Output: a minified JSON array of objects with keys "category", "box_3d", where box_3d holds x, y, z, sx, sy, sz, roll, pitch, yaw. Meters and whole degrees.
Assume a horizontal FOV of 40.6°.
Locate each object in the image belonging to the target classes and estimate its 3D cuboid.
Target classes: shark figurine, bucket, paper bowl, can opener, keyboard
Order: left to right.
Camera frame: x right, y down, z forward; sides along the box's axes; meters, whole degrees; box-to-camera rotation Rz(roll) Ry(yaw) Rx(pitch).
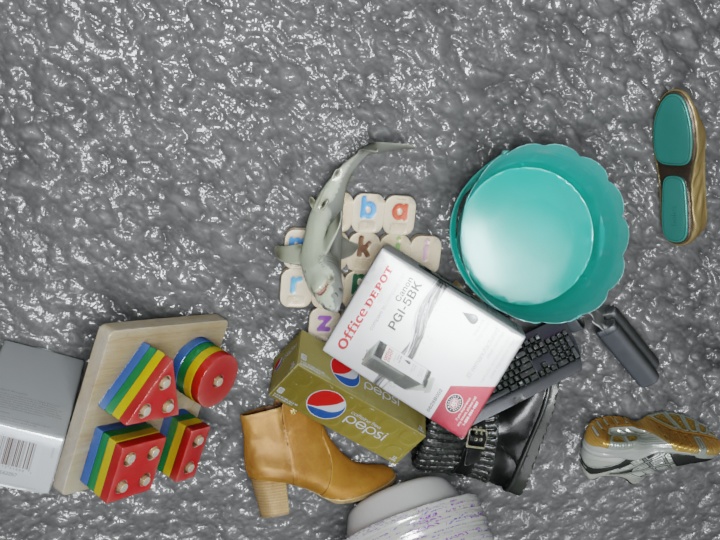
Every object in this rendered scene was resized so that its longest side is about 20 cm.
[{"category":"shark figurine","box_3d":[-0.019,-0.059,1.152,0.089,0.127,0.217,24,84,-42]},{"category":"paper bowl","box_3d":[0.063,0.335,1.246,0.199,0.201,0.105,-20,66,-4]},{"category":"keyboard","box_3d":[0.172,0.109,1.231,0.198,0.021,0.128,-25,69,-6]},{"category":"bucket","box_3d":[0.204,-0.041,1.146,0.205,0.135,0.210,0,90,0]},{"category":"can opener","box_3d":[0.316,0.080,1.285,0.067,0.054,0.200,-29,114,33]}]

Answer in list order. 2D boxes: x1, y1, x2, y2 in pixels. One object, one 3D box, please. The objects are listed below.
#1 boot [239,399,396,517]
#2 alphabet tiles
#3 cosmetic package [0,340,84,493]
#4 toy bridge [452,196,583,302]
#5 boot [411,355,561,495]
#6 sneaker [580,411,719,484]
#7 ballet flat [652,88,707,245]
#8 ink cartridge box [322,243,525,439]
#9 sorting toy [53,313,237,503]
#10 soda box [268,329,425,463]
[{"category":"boot","box_3d":[-0.051,0.224,1.242,0.199,0.071,0.146,-8,94,-23]},{"category":"alphabet tiles","box_3d":[0.000,0.000,1.208,0.198,0.015,0.198,2,107,-12]},{"category":"cosmetic package","box_3d":[-0.374,0.158,1.085,0.101,0.200,0.075,17,104,-14]},{"category":"toy bridge","box_3d":[0.202,-0.008,1.238,0.199,0.027,0.067,-38,111,1]},{"category":"boot","box_3d":[0.163,0.177,1.262,0.156,0.079,0.213,19,89,-2]},{"category":"sneaker","box_3d":[0.394,0.249,1.342,0.197,0.076,0.088,4,122,-9]},{"category":"ballet flat","box_3d":[0.409,-0.133,1.231,0.063,0.068,0.202,-21,115,-34]},{"category":"ink cartridge box","box_3d":[0.074,0.082,1.159,0.199,0.083,0.148,31,97,2]},{"category":"sorting toy","box_3d":[-0.231,0.160,1.119,0.069,0.199,0.201,27,104,28]},{"category":"soda box","box_3d":[-0.013,0.160,1.216,0.199,0.064,0.068,31,123,-20]}]
